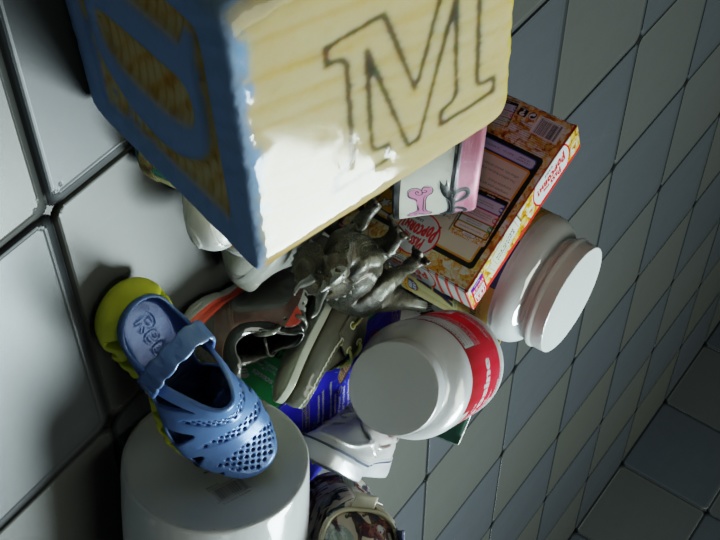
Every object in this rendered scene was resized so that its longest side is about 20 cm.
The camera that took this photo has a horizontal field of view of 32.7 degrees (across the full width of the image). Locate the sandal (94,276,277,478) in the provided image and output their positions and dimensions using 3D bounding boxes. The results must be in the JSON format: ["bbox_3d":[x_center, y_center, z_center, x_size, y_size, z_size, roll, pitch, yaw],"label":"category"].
[{"bbox_3d":[-0.123,0.095,0.938,0.079,0.087,0.200,-49,127,-17],"label":"sandal"}]

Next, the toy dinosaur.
[{"bbox_3d":[0.000,0.000,1.052,0.102,0.077,0.200,-41,157,2],"label":"toy dinosaur"}]

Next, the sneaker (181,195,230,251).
[{"bbox_3d":[-0.054,-0.089,0.937,0.200,0.099,0.078,-52,141,-26],"label":"sneaker"}]

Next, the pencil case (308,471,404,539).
[{"bbox_3d":[-0.012,0.237,1.146,0.200,0.078,0.089,-178,-68,-82],"label":"pencil case"}]

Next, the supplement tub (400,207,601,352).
[{"bbox_3d":[0.137,-0.013,1.292,0.144,0.200,0.144,-45,152,-33],"label":"supplement tub"}]

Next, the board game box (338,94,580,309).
[{"bbox_3d":[0.097,-0.084,1.195,0.200,0.151,0.046,-55,156,-12],"label":"board game box"}]

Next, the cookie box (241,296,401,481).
[{"bbox_3d":[-0.048,0.114,1.214,0.200,0.075,0.171,-43,151,-37],"label":"cookie box"}]

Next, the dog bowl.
[{"bbox_3d":[0.077,-0.140,1.087,0.200,0.074,0.200,8,90,-84],"label":"dog bowl"}]

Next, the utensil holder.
[{"bbox_3d":[-0.127,0.229,1.076,0.170,0.170,0.200,-40,146,-40],"label":"utensil holder"}]

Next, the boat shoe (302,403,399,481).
[{"bbox_3d":[-0.009,0.159,1.176,0.065,0.074,0.200,-66,166,-1],"label":"boat shoe"}]

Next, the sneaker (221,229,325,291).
[{"bbox_3d":[-0.048,-0.060,1.042,0.200,0.076,0.092,-38,156,-29],"label":"sneaker"}]

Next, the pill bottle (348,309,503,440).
[{"bbox_3d":[0.062,0.099,1.167,0.112,0.112,0.200,-66,163,11],"label":"pill bottle"}]

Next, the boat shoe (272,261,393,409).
[{"bbox_3d":[-0.021,0.050,1.115,0.072,0.060,0.202,-43,-164,46],"label":"boat shoe"}]

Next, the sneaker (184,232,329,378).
[{"bbox_3d":[-0.072,0.038,1.070,0.200,0.082,0.077,-41,149,-39],"label":"sneaker"}]

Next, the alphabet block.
[{"bbox_3d":[-0.044,-0.161,0.722,0.200,0.195,0.196,-33,149,-22],"label":"alphabet block"}]

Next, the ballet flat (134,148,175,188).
[{"bbox_3d":[-0.078,-0.128,0.894,0.200,0.071,0.071,-49,154,-28],"label":"ballet flat"}]

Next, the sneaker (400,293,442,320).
[{"bbox_3d":[0.060,0.092,1.382,0.200,0.075,0.115,-44,155,-66],"label":"sneaker"}]

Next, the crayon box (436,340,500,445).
[{"bbox_3d":[0.123,0.109,1.430,0.200,0.052,0.126,-46,157,-75],"label":"crayon box"}]
